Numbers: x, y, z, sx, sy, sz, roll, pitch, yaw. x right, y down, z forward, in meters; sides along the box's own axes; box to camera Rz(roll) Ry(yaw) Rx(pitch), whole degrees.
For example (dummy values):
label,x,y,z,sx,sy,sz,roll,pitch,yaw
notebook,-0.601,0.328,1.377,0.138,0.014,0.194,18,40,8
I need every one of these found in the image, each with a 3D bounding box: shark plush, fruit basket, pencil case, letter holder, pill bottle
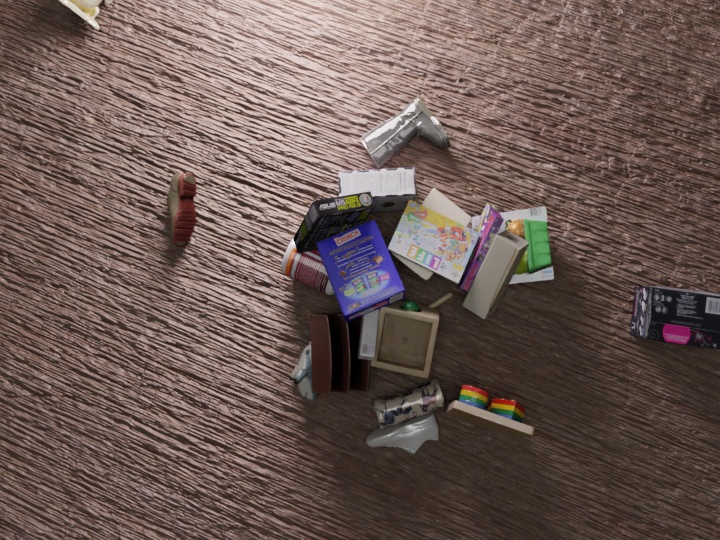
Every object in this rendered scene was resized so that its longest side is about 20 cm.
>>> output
label,x,y,z,sx,sy,sz,roll,pitch,yaw
shark plush,-0.125,0.244,1.652,0.082,0.091,0.205,25,70,-13
fruit basket,0.398,-0.060,1.584,0.194,0.093,0.192,-8,87,22
pencil case,0.126,0.352,1.592,0.195,0.090,0.080,-20,97,7
letter holder,-0.052,0.215,1.572,0.140,0.099,0.207,-4,88,51
pill bottle,-0.104,-0.006,1.612,0.196,0.113,0.116,25,91,6

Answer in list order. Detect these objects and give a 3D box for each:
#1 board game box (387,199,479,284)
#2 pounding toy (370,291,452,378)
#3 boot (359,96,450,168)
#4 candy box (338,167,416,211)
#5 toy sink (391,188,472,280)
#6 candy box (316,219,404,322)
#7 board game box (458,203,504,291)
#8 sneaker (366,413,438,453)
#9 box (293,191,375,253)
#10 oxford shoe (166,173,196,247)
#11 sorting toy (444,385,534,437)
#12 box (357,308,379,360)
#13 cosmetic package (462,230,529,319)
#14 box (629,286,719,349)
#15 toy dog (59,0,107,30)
label,x,y,z,sx,sy,sz,roll,pitch,yaw
board game box,0.182,-0.072,1.509,0.196,0.034,0.137,25,88,5
pounding toy,0.138,0.152,1.585,0.178,0.142,0.206,11,100,7
boot,0.119,-0.345,1.618,0.198,0.073,0.183,-37,72,-2
candy box,0.048,-0.206,1.571,0.193,0.168,0.074,-3,83,5
toy sink,0.181,-0.087,1.584,0.129,0.112,0.202,36,88,6
candy box,0.000,0.000,1.513,0.165,0.077,0.204,-21,73,-6
board game box,0.299,-0.061,1.537,0.031,0.121,0.204,19,110,-11
sneaker,0.114,0.448,1.602,0.195,0.075,0.091,-18,99,4
box,-0.069,-0.118,1.504,0.156,0.200,0.045,-14,72,-26
oxford shoe,-0.508,-0.170,1.695,0.073,0.070,0.207,9,91,33
sorting toy,0.324,0.352,1.520,0.195,0.199,0.071,18,74,6
box,0.024,0.123,1.532,0.040,0.039,0.206,8,70,-7
cosmetic package,0.340,0.010,1.516,0.072,0.103,0.204,30,115,21
box,0.795,0.116,1.511,0.194,0.115,0.137,8,88,5
toy dog,-0.759,-0.820,1.709,0.202,0.139,0.194,-51,48,4
